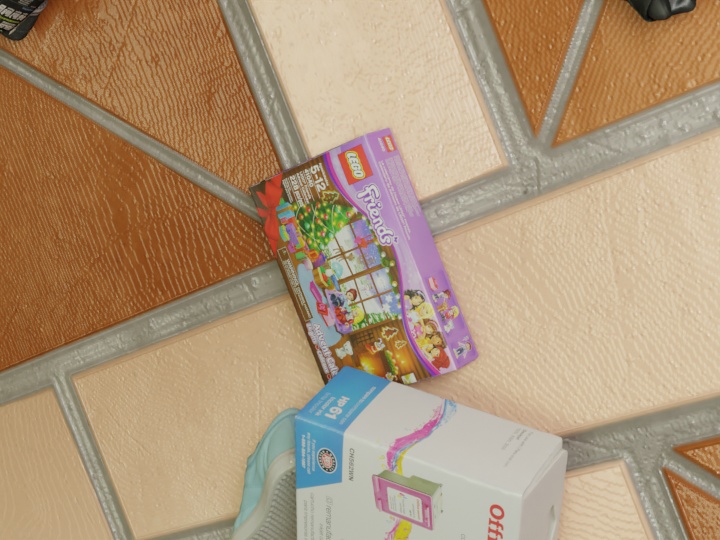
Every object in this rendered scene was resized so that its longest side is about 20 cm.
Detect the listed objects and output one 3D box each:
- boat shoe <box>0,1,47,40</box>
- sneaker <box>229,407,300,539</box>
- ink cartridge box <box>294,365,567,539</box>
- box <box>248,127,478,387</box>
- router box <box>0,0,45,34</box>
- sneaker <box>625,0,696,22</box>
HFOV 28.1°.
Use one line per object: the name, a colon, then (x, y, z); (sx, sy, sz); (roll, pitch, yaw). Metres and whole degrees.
boat shoe: (-0.374, -0.293, 1.349); (0.200, 0.069, 0.057); (43, 125, 16)
sneaker: (-0.074, 0.199, 1.287); (0.082, 0.074, 0.200); (-102, 30, -41)
ink cartridge box: (0.052, 0.180, 1.138); (0.200, 0.085, 0.145); (16, 123, 25)
box: (0.000, 0.000, 1.175); (0.137, 0.039, 0.200); (-21, 91, 39)
router box: (-0.322, -0.333, 1.263); (0.150, 0.062, 0.200); (-38, 80, 13)
sneaker: (0.217, -0.249, 0.910); (0.111, 0.077, 0.200); (49, 131, 22)
